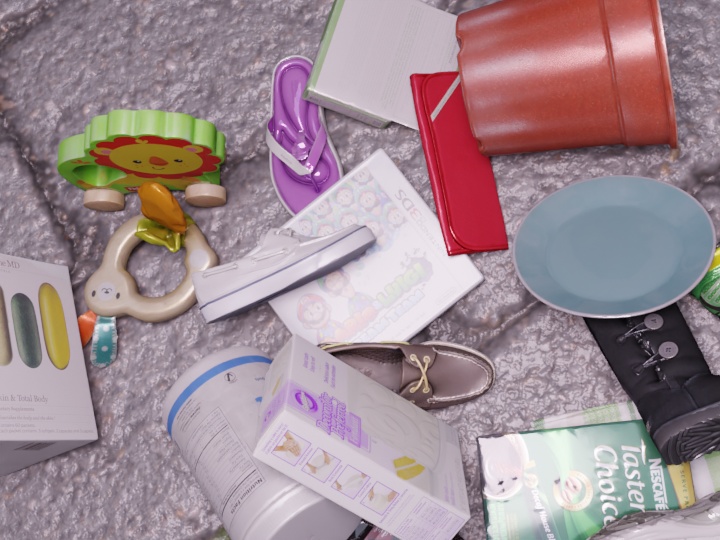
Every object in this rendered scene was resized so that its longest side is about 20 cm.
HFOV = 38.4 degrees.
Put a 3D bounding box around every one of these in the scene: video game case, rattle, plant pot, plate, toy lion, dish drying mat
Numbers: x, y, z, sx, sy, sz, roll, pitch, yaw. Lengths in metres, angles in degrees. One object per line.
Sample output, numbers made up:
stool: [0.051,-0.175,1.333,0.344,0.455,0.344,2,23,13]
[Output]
video game case: [0.000,0.000,1.104,0.200,0.024,0.182,-38,80,1]
rattle: [-0.257,0.011,1.113,0.199,0.143,0.131,-35,91,-4]
plant pot: [0.205,-0.204,1.040,0.194,0.201,0.202,-9,75,16]
plate: [0.252,-0.021,1.033,0.199,0.026,0.201,-10,45,10]
toy lion: [-0.236,-0.123,1.108,0.198,0.192,0.069,-2,76,12]
dish drying mat: [0.105,-0.116,1.099,0.076,0.018,0.201,-6,78,-25]

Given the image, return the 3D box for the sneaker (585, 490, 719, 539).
sneaker: [0.285,0.256,0.903,0.199,0.078,0.100,-16,84,7]

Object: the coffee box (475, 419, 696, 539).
coffee box: [0.214,0.207,0.982,0.198,0.044,0.124,-6,77,8]

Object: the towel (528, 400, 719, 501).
towel: [0.277,0.200,1.012,0.199,0.031,0.150,-14,77,6]

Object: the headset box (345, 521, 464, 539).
headset box: [0.059,0.325,1.000,0.200,0.077,0.149,38,87,16]

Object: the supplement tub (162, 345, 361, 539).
supplement tub: [-0.098,0.185,1.016,0.132,0.132,0.200,-41,58,0]

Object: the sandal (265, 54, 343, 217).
sandal: [-0.071,-0.149,1.153,0.082,0.050,0.204,-14,75,9]

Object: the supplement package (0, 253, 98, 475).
supplement package: [-0.398,0.103,1.093,0.150,0.152,0.201,-22,73,23]

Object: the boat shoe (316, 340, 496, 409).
boat shoe: [0.040,0.105,1.048,0.198,0.060,0.072,5,89,2]

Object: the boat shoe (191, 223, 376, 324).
boat shoe: [-0.083,-0.012,1.067,0.199,0.074,0.066,-24,84,2]

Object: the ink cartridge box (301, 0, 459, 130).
ink cartridge box: [0.051,-0.227,1.148,0.199,0.048,0.146,20,81,-9]

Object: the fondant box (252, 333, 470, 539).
fondant box: [0.002,0.160,0.962,0.199,0.144,0.058,31,110,-13]

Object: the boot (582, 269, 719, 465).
boot: [0.316,0.074,0.982,0.164,0.066,0.201,-14,40,-5]

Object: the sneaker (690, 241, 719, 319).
sneaker: [0.418,-0.022,1.014,0.200,0.078,0.085,-38,79,11]
